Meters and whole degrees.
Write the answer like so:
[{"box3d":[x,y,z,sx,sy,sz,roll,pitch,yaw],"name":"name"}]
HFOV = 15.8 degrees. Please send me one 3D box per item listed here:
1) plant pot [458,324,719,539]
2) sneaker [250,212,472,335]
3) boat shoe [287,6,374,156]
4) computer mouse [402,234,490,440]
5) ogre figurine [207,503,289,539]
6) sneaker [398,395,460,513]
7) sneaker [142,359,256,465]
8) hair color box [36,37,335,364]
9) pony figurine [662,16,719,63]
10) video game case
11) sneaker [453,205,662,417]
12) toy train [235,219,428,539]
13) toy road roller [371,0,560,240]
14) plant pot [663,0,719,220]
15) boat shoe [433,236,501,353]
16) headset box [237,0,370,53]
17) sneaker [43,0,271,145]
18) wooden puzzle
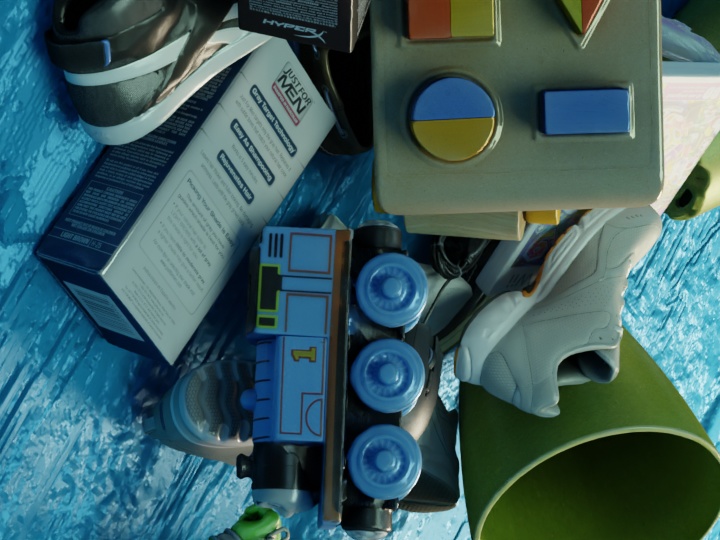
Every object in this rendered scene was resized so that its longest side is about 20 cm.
[{"box3d":[0.144,0.101,1.866,0.186,0.201,0.188,-10,138,-9],"name":"plant pot"},{"box3d":[0.000,0.000,1.756,0.075,0.089,0.200,-45,153,23],"name":"sneaker"},{"box3d":[-0.013,-0.171,1.674,0.072,0.072,0.201,-28,124,-43],"name":"boat shoe"},{"box3d":[0.053,0.035,1.714,0.059,0.034,0.201,44,59,-39],"name":"computer mouse"},{"box3d":[-0.116,0.239,1.679,0.120,0.200,0.098,-22,76,-34],"name":"ogre figurine"},{"box3d":[0.009,0.094,1.822,0.200,0.070,0.081,48,42,-45],"name":"sneaker"},{"box3d":[-0.051,0.093,1.702,0.199,0.082,0.075,12,69,-36],"name":"sneaker"},{"box3d":[-0.105,-0.054,1.609,0.200,0.060,0.100,-56,140,-21],"name":"hair color box"},{"box3d":[0.169,-0.213,1.852,0.192,0.166,0.201,8,98,-24],"name":"pony figurine"},{"box3d":[0.178,-0.063,1.811,0.143,0.018,0.200,-4,136,-46],"name":"video game case"},{"box3d":[0.155,0.032,1.778,0.200,0.092,0.076,-42,156,-28],"name":"sneaker"},{"box3d":[-0.018,0.066,1.614,0.087,0.114,0.201,99,-7,-82],"name":"toy train"},{"box3d":[0.075,-0.133,1.699,0.146,0.122,0.201,78,18,-61],"name":"toy road roller"},{"box3d":[0.285,-0.137,2.003,0.190,0.200,0.201,-33,129,-24],"name":"plant pot"},{"box3d":[0.086,-0.032,1.865,0.066,0.072,0.201,39,83,-24],"name":"boat shoe"},{"box3d":[-0.019,-0.250,1.493,0.200,0.077,0.149,89,16,-53],"name":"headset box"},{"box3d":[-0.105,-0.176,1.552,0.200,0.073,0.112,-48,138,-28],"name":"sneaker"},{"box3d":[0.099,-0.134,1.627,0.046,0.184,0.201,-102,-170,-81],"name":"wooden puzzle"}]
